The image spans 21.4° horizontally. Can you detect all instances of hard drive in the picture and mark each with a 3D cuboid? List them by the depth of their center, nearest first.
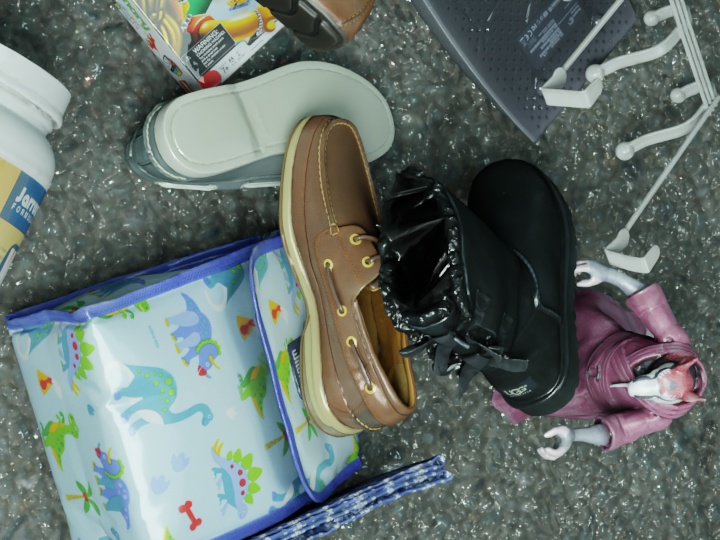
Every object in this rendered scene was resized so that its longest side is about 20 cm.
[{"bbox_3d":[0.095,-0.199,1.280,0.135,0.042,0.200,-50,124,-15],"label":"hard drive"}]

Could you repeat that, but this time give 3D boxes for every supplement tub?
[{"bbox_3d":[-0.262,-0.037,1.080,0.145,0.145,0.200,29,82,-24],"label":"supplement tub"}]

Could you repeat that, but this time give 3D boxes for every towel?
[{"bbox_3d":[-0.050,0.169,1.197,0.200,0.145,0.024,-22,87,-23],"label":"towel"}]

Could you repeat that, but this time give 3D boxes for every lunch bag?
[{"bbox_3d":[-0.093,0.076,1.188,0.200,0.127,0.170,-20,99,-39],"label":"lunch bag"}]

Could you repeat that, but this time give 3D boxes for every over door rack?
[{"bbox_3d":[0.173,-0.118,1.273,0.148,0.067,0.200,64,38,-33],"label":"over door rack"}]

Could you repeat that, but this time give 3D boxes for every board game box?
[{"bbox_3d":[-0.072,-0.223,1.220,0.200,0.035,0.126,-45,110,-16],"label":"board game box"}]

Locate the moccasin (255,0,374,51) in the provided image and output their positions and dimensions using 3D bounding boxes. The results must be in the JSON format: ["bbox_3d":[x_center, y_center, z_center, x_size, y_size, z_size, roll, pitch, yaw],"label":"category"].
[{"bbox_3d":[-0.066,-0.222,1.164,0.201,0.074,0.078,36,69,-19],"label":"moccasin"}]

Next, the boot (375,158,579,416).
[{"bbox_3d":[0.069,-0.014,1.181,0.162,0.073,0.198,36,41,-47],"label":"boot"}]

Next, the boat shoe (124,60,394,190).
[{"bbox_3d":[-0.063,-0.088,1.219,0.200,0.062,0.073,-12,84,-44],"label":"boat shoe"}]

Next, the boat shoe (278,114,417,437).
[{"bbox_3d":[0.000,0.000,1.175,0.072,0.068,0.200,-2,84,-51],"label":"boat shoe"}]

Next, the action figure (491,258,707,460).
[{"bbox_3d":[0.175,0.076,1.267,0.149,0.200,0.134,24,84,-27],"label":"action figure"}]
